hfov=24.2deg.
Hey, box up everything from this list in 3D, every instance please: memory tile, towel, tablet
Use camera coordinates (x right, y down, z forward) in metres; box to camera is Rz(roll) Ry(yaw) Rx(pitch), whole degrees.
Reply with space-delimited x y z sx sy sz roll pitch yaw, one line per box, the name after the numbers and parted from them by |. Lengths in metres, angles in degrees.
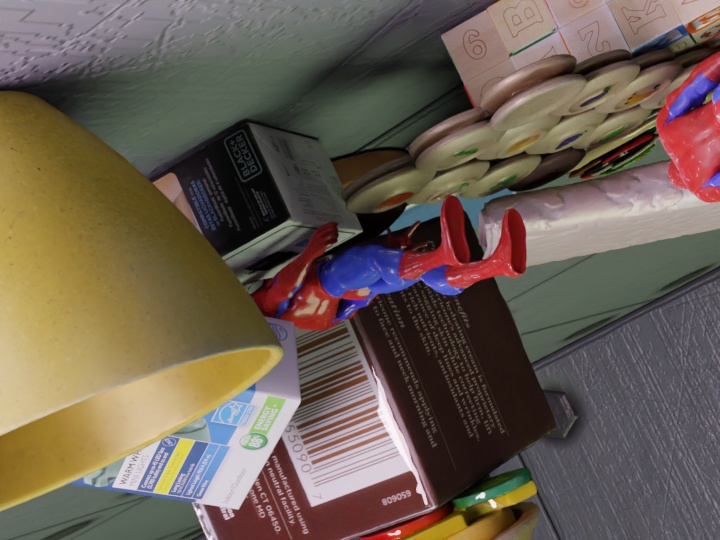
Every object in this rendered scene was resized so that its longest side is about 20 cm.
0.094 -0.072 0.877 0.153 0.017 0.200 -32 167 37 | memory tile
0.169 -0.038 1.024 0.200 0.032 0.191 -12 174 1 | towel
0.061 -0.044 1.311 0.130 0.014 0.200 -25 170 2 | tablet

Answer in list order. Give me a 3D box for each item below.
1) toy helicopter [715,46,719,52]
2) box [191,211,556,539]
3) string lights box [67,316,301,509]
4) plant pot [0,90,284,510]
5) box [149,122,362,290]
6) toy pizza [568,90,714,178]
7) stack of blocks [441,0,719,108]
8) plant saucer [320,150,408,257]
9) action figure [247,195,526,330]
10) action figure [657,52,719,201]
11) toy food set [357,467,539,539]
0.200 -0.127 1.034 0.132 0.079 0.200 -22 174 -14 | toy helicopter
-0.006 0.076 1.087 0.164 0.166 0.200 -25 177 29 | box
-0.143 0.060 0.881 0.200 0.059 0.103 11 134 -20 | string lights box
-0.150 0.011 0.695 0.200 0.142 0.200 -24 170 -5 | plant pot
-0.112 -0.006 0.945 0.200 0.060 0.117 -27 170 16 | box
0.222 -0.107 1.231 0.200 0.032 0.200 -26 179 0 | toy pizza
0.155 -0.139 0.895 0.200 0.059 0.115 -27 170 17 | stack of blocks
-0.051 -0.020 1.111 0.200 0.032 0.200 -24 170 -5 | plant saucer
0.000 0.000 0.887 0.065 0.052 0.200 4 164 -39 | action figure
0.189 -0.081 0.804 0.052 0.065 0.200 -25 168 -19 | action figure
0.022 0.180 1.063 0.198 0.049 0.200 -22 177 -25 | toy food set
